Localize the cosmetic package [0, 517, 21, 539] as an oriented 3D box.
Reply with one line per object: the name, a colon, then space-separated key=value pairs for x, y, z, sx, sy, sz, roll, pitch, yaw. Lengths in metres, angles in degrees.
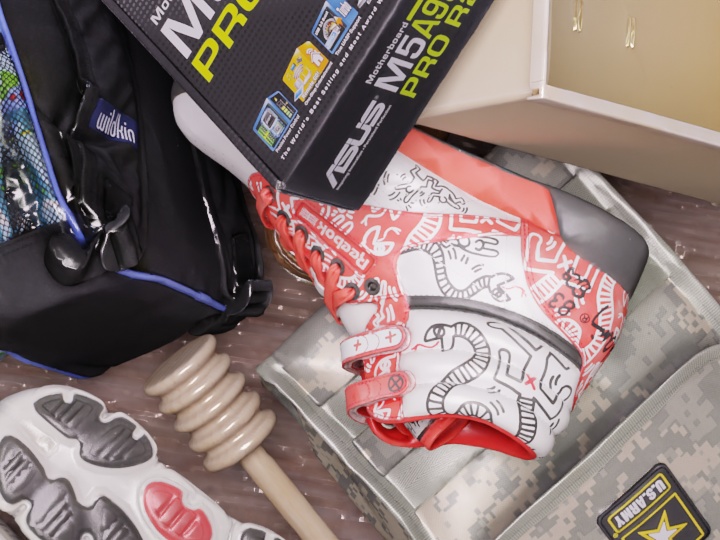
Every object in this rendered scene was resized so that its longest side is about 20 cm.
cosmetic package: x=-0.148 y=0.165 z=1.072 sx=0.087 sy=0.103 sz=0.200 roll=-43 pitch=84 yaw=-7

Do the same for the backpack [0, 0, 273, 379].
backpack: x=-0.148 y=-0.062 z=1.065 sx=0.147 sy=0.183 sz=0.201 roll=-21 pitch=76 yaw=16

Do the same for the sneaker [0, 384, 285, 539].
sneaker: x=-0.078 y=0.124 z=1.092 sx=0.081 sy=0.083 sz=0.200 roll=-43 pitch=94 yaw=-15

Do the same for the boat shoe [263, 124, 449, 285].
boat shoe: x=0.013 y=-0.082 z=1.078 sx=0.072 sy=0.068 sz=0.200 roll=27 pitch=102 yaw=3

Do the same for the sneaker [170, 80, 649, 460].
sneaker: x=0.000 y=0.000 z=1.006 sx=0.201 sy=0.067 sz=0.108 roll=23 pitch=77 yaw=9

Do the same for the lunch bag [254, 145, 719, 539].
lunch bag: x=0.079 y=0.065 z=1.082 sx=0.164 sy=0.118 sz=0.200 roll=-42 pitch=86 yaw=-5

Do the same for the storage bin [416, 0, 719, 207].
storage bin: x=0.115 y=-0.137 z=1.012 sx=0.200 sy=0.094 sz=0.199 roll=12 pitch=78 yaw=-39

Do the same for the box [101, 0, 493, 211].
box: x=-0.006 y=-0.147 z=0.950 sx=0.160 sy=0.044 sz=0.200 roll=48 pitch=112 yaw=38

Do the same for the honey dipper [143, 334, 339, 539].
honey dipper: x=-0.015 y=0.114 z=1.092 sx=0.038 sy=0.038 sz=0.200 roll=-39 pitch=100 yaw=-6
